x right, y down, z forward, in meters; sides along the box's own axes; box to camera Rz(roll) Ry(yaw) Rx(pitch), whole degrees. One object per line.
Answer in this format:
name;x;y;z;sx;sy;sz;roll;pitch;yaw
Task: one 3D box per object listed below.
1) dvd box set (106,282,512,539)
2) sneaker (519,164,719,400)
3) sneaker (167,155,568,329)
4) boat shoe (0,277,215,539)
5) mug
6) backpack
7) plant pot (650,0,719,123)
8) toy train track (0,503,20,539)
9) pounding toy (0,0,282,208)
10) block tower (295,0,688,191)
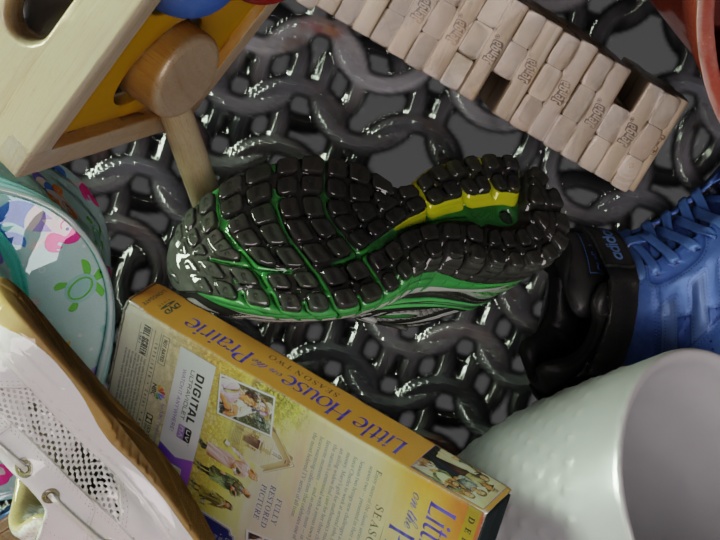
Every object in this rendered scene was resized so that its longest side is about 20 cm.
dvd box set;-0.036;0.112;1.034;0.199;0.029;0.147;28;125;20
sneaker;0.154;-0.008;1.106;0.111;0.077;0.201;21;111;-24
sneaker;0.000;0.000;1.050;0.199;0.079;0.085;-2;151;-30
boat shoe;-0.125;0.093;0.984;0.069;0.071;0.200;-36;118;-1
mug;0.103;0.152;1.054;0.147;0.201;0.175;36;141;-27
backpack;-0.212;0.020;1.035;0.198;0.151;0.179;12;107;-17
plant pot;0.210;-0.150;0.997;0.199;0.195;0.202;-5;113;-12
toy train track;-0.173;0.127;1.129;0.199;0.033;0.115;-32;111;5
pounding toy;-0.093;-0.115;0.973;0.142;0.184;0.200;44;115;9
block tower;0.063;-0.110;1.072;0.199;0.054;0.058;27;102;-16
